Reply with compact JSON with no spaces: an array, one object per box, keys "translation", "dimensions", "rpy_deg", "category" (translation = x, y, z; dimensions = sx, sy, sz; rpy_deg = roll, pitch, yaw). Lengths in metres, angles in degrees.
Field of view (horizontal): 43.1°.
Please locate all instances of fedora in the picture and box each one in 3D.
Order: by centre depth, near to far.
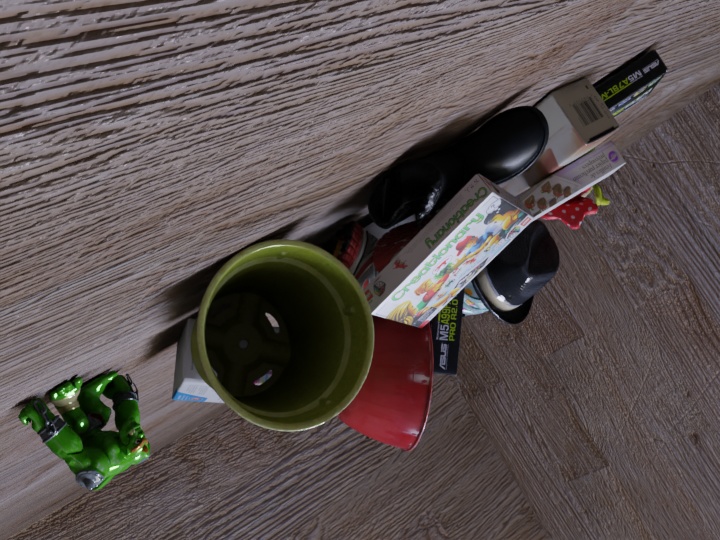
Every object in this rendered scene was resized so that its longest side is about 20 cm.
[{"translation":[0.243,-0.019,1.395],"dimensions":[0.091,0.203,0.200],"rpy_deg":[-24,180,36],"category":"fedora"}]

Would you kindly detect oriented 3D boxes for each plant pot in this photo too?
[{"translation":[-0.112,0.080,1.041],"dimensions":[0.199,0.202,0.184],"rpy_deg":[-29,-175,-26],"category":"plant pot"}]

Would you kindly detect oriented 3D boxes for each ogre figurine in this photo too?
[{"translation":[-0.315,0.191,1.094],"dimensions":[0.097,0.121,0.200],"rpy_deg":[-32,175,-5],"category":"ogre figurine"}]

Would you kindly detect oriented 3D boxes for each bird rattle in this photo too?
[{"translation":[0.312,-0.115,1.438],"dimensions":[0.162,0.114,0.200],"rpy_deg":[-9,-157,39],"category":"bird rattle"}]

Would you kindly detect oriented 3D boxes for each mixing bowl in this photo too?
[{"translation":[0.015,0.134,1.205],"dimensions":[0.107,0.203,0.200],"rpy_deg":[6,162,-14],"category":"mixing bowl"}]

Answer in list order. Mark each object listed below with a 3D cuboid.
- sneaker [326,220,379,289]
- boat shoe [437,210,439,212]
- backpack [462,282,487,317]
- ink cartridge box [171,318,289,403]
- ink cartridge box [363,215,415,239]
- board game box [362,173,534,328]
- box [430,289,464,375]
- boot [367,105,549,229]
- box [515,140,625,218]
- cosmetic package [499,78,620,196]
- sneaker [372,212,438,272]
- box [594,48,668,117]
[{"translation":[-0.009,0.038,1.141],"dimensions":[0.078,0.082,0.202],"rpy_deg":[-25,-138,55],"category":"sneaker"},{"translation":[0.120,-0.106,1.333],"dimensions":[0.073,0.063,0.201],"rpy_deg":[-35,-179,-17],"category":"boat shoe"},{"translation":[0.171,-0.022,1.524],"dimensions":[0.166,0.201,0.127],"rpy_deg":[-30,174,-9],"category":"backpack"},{"translation":[-0.142,0.128,1.210],"dimensions":[0.197,0.086,0.145],"rpy_deg":[7,161,-15],"category":"ink cartridge box"},{"translation":[0.000,0.000,1.286],"dimensions":[0.199,0.085,0.145],"rpy_deg":[-34,176,-3],"category":"ink cartridge box"},{"translation":[0.102,-0.017,1.071],"dimensions":[0.200,0.035,0.126],"rpy_deg":[-46,149,17],"category":"board game box"},{"translation":[0.125,0.040,1.356],"dimensions":[0.044,0.203,0.160],"rpy_deg":[5,-173,0],"category":"box"},{"translation":[0.116,-0.117,1.058],"dimensions":[0.199,0.077,0.168],"rpy_deg":[-29,180,27],"category":"boot"},{"translation":[0.277,-0.115,1.252],"dimensions":[0.199,0.039,0.041],"rpy_deg":[-30,174,-20],"category":"box"},{"translation":[0.251,-0.171,1.285],"dimensions":[0.103,0.088,0.200],"rpy_deg":[-29,173,-40],"category":"cosmetic package"},{"translation":[0.102,-0.027,1.162],"dimensions":[0.198,0.083,0.077],"rpy_deg":[-18,-168,-34],"category":"sneaker"},{"translation":[0.376,-0.257,1.443],"dimensions":[0.199,0.048,0.193],"rpy_deg":[-33,173,6],"category":"box"}]
